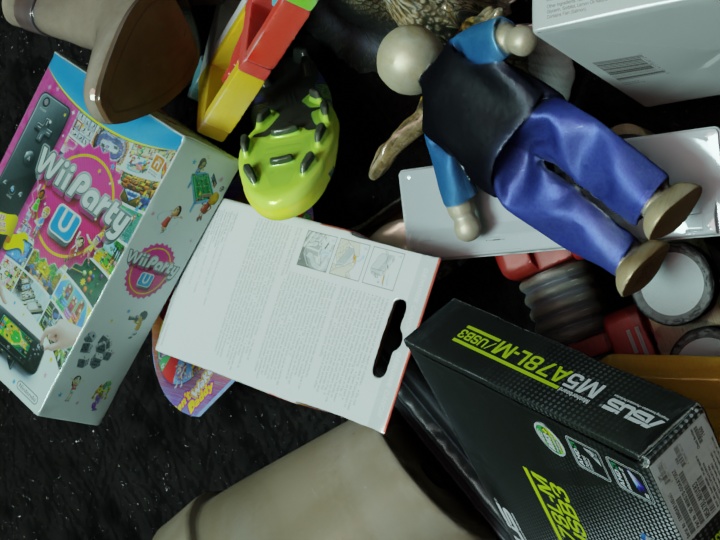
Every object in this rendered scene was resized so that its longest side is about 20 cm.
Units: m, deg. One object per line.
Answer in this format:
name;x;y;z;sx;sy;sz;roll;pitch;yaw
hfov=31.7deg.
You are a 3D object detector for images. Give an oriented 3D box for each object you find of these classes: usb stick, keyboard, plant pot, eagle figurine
usb stick;0.065;0.114;0.843;0.033;0.055;0.200;-47;69;18
keyboard;0.107;-0.040;0.710;0.199;0.011;0.057;-5;87;35
plant pot;-0.011;0.189;0.839;0.174;0.200;0.200;-45;71;11
eagle figurine;0.036;-0.177;0.807;0.151;0.151;0.200;-20;44;-4

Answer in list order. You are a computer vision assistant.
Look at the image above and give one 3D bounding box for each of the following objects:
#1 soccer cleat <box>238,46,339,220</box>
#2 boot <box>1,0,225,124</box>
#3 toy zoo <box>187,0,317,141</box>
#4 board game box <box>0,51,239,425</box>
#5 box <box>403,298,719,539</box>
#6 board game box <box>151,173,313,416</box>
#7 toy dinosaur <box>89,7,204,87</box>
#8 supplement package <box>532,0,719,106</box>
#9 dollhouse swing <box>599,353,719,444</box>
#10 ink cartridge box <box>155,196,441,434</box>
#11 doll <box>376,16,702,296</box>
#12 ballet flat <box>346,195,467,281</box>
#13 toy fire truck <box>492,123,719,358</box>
soccer cleat;-0.040;-0.077;0.826;0.064;0.201;0.084;-13;121;4
boot;-0.174;-0.168;0.831;0.145;0.200;0.071;8;134;23
toy zoo;-0.061;-0.172;0.807;0.200;0.020;0.132;-49;29;41
board game box;-0.187;-0.022;0.844;0.147;0.064;0.201;33;97;34
box;0.126;0.123;0.660;0.193;0.047;0.201;21;145;55
board game box;-0.110;0.004;0.912;0.200;0.039;0.159;-45;43;30
toy dinosaur;-0.159;-0.167;0.960;0.199;0.077;0.103;-22;96;28
supplement package;0.185;-0.209;0.650;0.150;0.151;0.201;-6;79;34
dollhouse swing;0.210;0.149;0.637;0.175;0.182;0.201;-11;134;12
ink cartridge box;-0.032;0.026;0.784;0.199;0.050;0.110;16;86;39
doll;0.080;-0.068;0.683;0.200;0.048;0.137;41;136;24
ballet flat;0.000;0.000;0.866;0.200;0.072;0.072;-34;77;31
toy fire truck;0.126;0.029;0.772;0.199;0.129;0.177;-24;82;22
